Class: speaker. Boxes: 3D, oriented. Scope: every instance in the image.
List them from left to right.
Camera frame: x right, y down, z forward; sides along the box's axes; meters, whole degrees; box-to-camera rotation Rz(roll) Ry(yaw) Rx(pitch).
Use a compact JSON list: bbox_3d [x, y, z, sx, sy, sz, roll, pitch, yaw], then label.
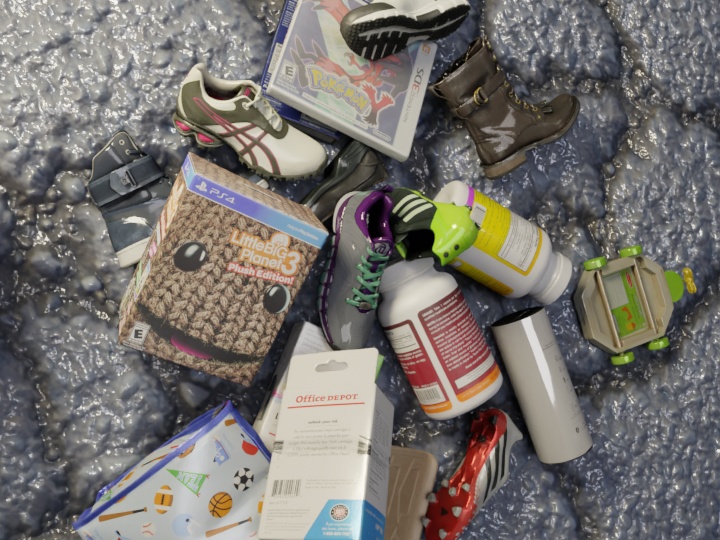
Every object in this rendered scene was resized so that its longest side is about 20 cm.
[{"bbox_3d":[0.248,0.153,0.931,0.080,0.081,0.203,-21,91,-18],"label":"speaker"}]

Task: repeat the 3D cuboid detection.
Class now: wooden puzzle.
[{"bbox_3d":[0.018,0.304,0.823,0.200,0.046,0.188,32,71,-56],"label":"wooden puzzle"}]

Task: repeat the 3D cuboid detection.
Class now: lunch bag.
[{"bbox_3d":[-0.176,0.267,0.757,0.199,0.124,0.171,-36,97,-2],"label":"lunch bag"}]

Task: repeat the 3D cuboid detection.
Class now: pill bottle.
[{"bbox_3d":[0.092,0.077,0.871,0.112,0.113,0.202,-27,94,-18],"label":"pill bottle"},{"bbox_3d":[0.184,-0.030,0.916,0.198,0.104,0.105,29,77,-13],"label":"pill bottle"}]

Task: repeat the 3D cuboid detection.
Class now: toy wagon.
[{"bbox_3d":[0.413,0.044,1.016,0.197,0.040,0.158,-16,90,-19],"label":"toy wagon"}]

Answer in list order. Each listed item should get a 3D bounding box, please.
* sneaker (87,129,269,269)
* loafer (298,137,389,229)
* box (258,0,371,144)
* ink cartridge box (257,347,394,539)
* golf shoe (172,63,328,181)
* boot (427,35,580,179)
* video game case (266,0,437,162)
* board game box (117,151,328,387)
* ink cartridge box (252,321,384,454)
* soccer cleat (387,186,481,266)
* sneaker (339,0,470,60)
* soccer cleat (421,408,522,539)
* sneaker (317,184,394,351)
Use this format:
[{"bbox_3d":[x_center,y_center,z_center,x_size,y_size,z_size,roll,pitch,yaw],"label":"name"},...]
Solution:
[{"bbox_3d":[-0.220,-0.111,0.809,0.200,0.077,0.148,-27,96,-17],"label":"sneaker"},{"bbox_3d":[-0.035,-0.082,0.869,0.072,0.073,0.201,42,75,-13],"label":"loafer"},{"bbox_3d":[-0.060,-0.282,0.899,0.120,0.032,0.203,18,79,-15],"label":"box"},{"bbox_3d":[-0.029,0.191,0.725,0.114,0.068,0.202,-7,54,22],"label":"ink cartridge box"},{"bbox_3d":[-0.127,-0.174,0.822,0.197,0.088,0.078,19,46,-11],"label":"golf shoe"},{"bbox_3d":[0.204,-0.244,0.943,0.199,0.069,0.175,-39,110,-16],"label":"boot"},{"bbox_3d":[-0.004,-0.261,0.875,0.198,0.023,0.185,23,69,-19],"label":"video game case"},{"bbox_3d":[-0.156,0.001,0.757,0.158,0.097,0.202,22,103,-25],"label":"board game box"},{"bbox_3d":[-0.062,0.178,0.835,0.116,0.067,0.203,24,78,-14],"label":"ink cartridge box"},{"bbox_3d":[0.062,-0.054,0.832,0.081,0.199,0.068,-40,117,-16],"label":"soccer cleat"},{"bbox_3d":[0.048,-0.332,0.876,0.198,0.074,0.081,-25,75,-33],"label":"sneaker"},{"bbox_3d":[0.152,0.281,0.895,0.085,0.068,0.202,37,73,-30],"label":"soccer cleat"},{"bbox_3d":[0.000,0.000,0.798,0.073,0.087,0.204,7,81,-30],"label":"sneaker"}]
